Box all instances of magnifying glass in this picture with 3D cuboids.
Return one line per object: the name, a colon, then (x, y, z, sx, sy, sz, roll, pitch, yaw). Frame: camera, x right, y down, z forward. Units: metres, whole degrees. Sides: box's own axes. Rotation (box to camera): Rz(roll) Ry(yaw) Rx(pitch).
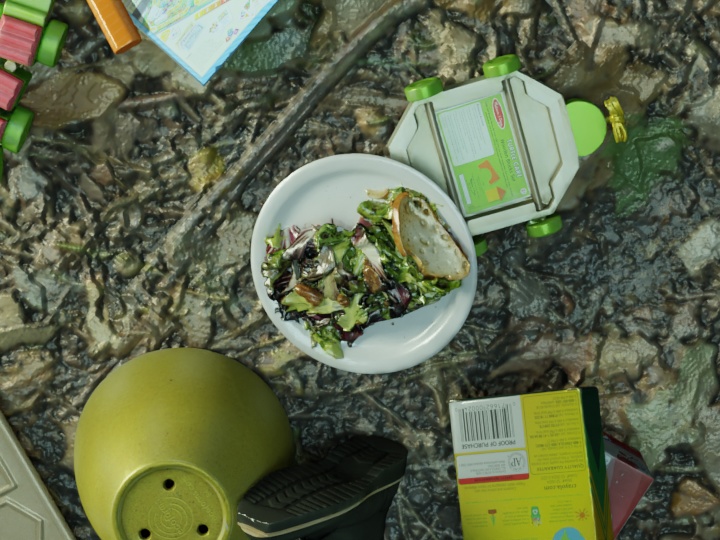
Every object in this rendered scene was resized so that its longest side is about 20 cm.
magnifying glass: (-0.232, -0.268, 1.300, 0.079, 0.022, 0.201, -28, 86, 6)

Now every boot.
boot: (-0.030, 0.237, 1.390, 0.077, 0.199, 0.140, 21, 113, 36)

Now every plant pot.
plant pot: (-0.156, 0.183, 1.388, 0.198, 0.142, 0.202, 0, 105, -2)

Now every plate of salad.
plate of salad: (0.000, 0.000, 1.375, 0.198, 0.048, 0.202, 4, 113, 10)

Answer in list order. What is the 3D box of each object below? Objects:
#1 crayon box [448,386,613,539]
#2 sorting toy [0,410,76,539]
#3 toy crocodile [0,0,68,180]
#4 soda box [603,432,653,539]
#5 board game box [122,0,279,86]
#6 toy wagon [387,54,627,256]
crayon box: (0.149, 0.206, 1.394, 0.126, 0.051, 0.202, -8, 83, 27)
sorting toy: (-0.367, 0.222, 1.452, 0.184, 0.036, 0.201, -26, 100, 5)
toy crocodile: (-0.293, -0.160, 1.333, 0.067, 0.062, 0.201, 22, 103, -7)
soda box: (0.180, 0.241, 1.454, 0.070, 0.063, 0.201, 29, 103, -8)
board game box: (-0.112, -0.271, 1.322, 0.134, 0.034, 0.200, 41, 100, -11)
toy wagon: (0.127, -0.102, 1.373, 0.198, 0.040, 0.156, -16, 105, 2)
